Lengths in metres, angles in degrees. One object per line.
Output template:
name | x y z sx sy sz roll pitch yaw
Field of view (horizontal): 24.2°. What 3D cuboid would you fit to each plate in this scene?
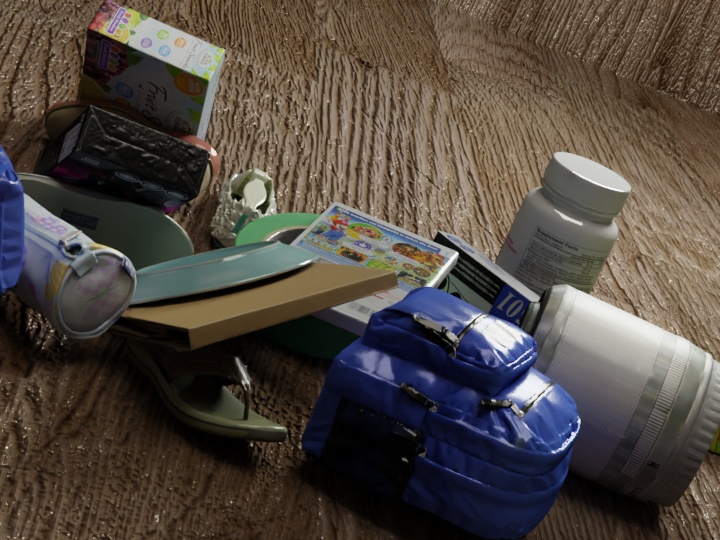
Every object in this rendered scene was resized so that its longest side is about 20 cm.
plate | -0.136 -0.001 1.515 0.200 0.026 0.200 -11 5 1

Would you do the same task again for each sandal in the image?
sandal | -0.133 0.086 1.408 0.080 0.057 0.201 10 21 -45

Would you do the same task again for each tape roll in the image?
tape roll | -0.033 0.014 1.671 0.200 0.048 0.201 12 29 -7

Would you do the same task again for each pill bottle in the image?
pill bottle | 0.219 -0.023 1.880 0.113 0.200 0.113 21 19 -8

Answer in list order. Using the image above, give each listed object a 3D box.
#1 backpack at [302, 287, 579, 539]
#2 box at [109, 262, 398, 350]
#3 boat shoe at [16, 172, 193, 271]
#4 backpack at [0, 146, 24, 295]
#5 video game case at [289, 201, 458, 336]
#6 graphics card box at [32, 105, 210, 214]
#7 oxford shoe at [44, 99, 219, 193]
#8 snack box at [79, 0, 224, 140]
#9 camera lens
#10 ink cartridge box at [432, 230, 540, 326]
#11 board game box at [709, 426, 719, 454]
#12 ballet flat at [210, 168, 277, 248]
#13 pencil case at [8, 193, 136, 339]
backpack | 0.079 0.121 1.381 0.200 0.168 0.162 29 26 15
box | -0.093 0.027 1.424 0.200 0.021 0.163 -15 11 -30
boat shoe | -0.256 -0.049 1.605 0.201 0.070 0.072 20 9 -25
backpack | -0.360 -0.046 1.341 0.168 0.163 0.200 5 15 -24
video game case | 0.000 0.000 1.644 0.143 0.018 0.200 23 30 12
graphics card box | -0.236 -0.095 1.619 0.125 0.051 0.200 21 -18 -20
oxford shoe | -0.257 -0.130 1.824 0.200 0.071 0.075 16 39 6
snack box | -0.234 -0.196 1.845 0.142 0.200 0.053 22 60 0
camera lens | 0.230 0.117 1.588 0.200 0.160 0.160 24 19 3
ink cartridge box | 0.135 0.049 1.751 0.200 0.094 0.044 38 17 37
board game box | 0.347 0.143 1.824 0.200 0.048 0.102 20 19 -10
ballet flat | -0.119 -0.074 1.836 0.072 0.072 0.200 21 19 -7
pencil case | -0.280 -0.015 1.435 0.200 0.083 0.091 29 -19 41
